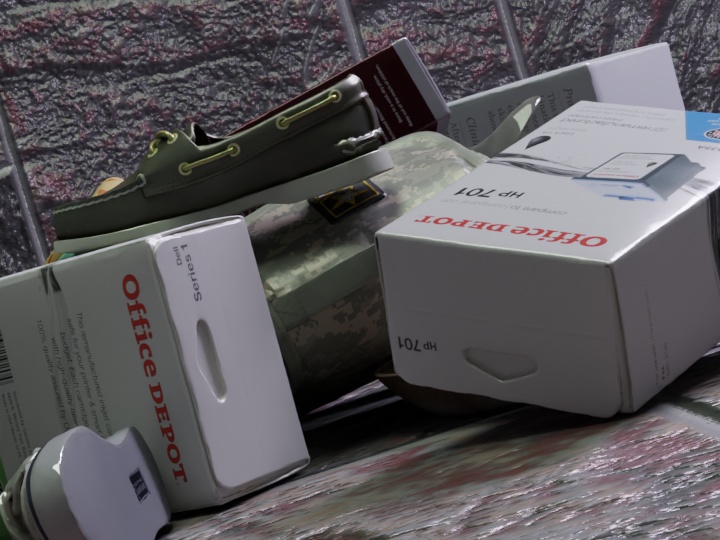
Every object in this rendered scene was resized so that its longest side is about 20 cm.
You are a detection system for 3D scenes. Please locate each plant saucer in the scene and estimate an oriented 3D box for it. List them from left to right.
[{"bbox_3d":[0.107,0.044,1.406,0.200,0.037,0.200,-16,4,1],"label":"plant saucer"}]

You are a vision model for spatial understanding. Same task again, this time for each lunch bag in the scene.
[{"bbox_3d":[0.000,0.000,1.480,0.164,0.118,0.200,-28,-6,-12],"label":"lunch bag"}]

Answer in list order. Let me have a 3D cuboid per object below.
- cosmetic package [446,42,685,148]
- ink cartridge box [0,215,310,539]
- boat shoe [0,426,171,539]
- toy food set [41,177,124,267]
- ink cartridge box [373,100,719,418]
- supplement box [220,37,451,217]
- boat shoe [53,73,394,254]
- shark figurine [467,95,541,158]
[{"bbox_3d":[0.136,-0.060,1.883,0.199,0.168,0.166,-14,3,28],"label":"cosmetic package"},{"bbox_3d":[-0.138,0.063,1.380,0.200,0.147,0.084,-13,3,39],"label":"ink cartridge box"},{"bbox_3d":[-0.142,0.113,1.213,0.066,0.072,0.200,-22,3,4],"label":"boat shoe"},{"bbox_3d":[-0.230,0.030,1.671,0.200,0.049,0.198,-39,7,35],"label":"toy food set"},{"bbox_3d":[0.124,-0.011,1.287,0.146,0.086,0.200,8,26,36],"label":"ink cartridge box"},{"bbox_3d":[-0.046,-0.060,1.559,0.200,0.061,0.109,-30,-9,-8],"label":"supplement box"},{"bbox_3d":[-0.084,-0.056,1.420,0.201,0.060,0.072,-16,3,10],"label":"boat shoe"},{"bbox_3d":[0.150,-0.011,1.583,0.128,0.214,0.090,-62,-4,-45],"label":"shark figurine"}]
